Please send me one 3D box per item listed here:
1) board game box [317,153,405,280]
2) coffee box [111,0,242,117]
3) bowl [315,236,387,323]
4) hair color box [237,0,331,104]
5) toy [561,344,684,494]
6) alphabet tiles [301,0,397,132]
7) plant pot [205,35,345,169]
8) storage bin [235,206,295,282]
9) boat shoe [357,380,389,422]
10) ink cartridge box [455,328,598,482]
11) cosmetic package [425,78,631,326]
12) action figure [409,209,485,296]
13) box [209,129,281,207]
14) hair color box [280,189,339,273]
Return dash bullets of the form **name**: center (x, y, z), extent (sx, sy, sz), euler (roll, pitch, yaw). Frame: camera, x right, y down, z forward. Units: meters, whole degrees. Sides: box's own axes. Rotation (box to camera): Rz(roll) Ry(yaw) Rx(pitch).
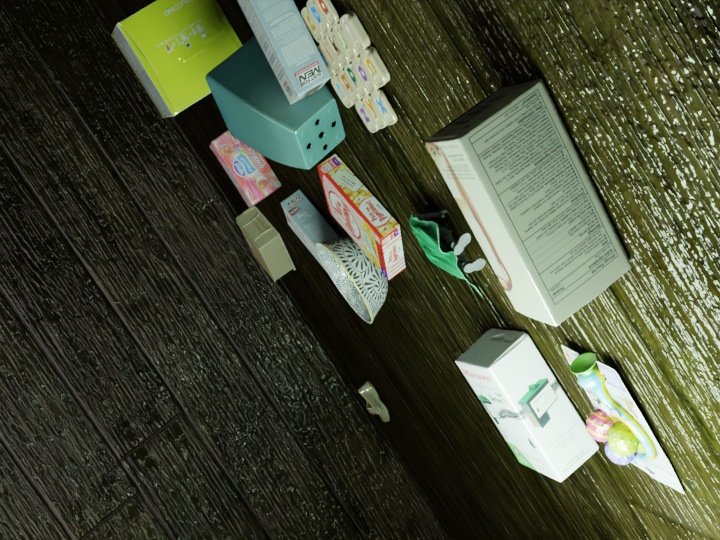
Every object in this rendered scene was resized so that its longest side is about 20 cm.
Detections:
- **board game box**: center (0.004, -0.098, 1.391), extent (0.201, 0.046, 0.152), euler (50, 167, 28)
- **coffee box**: center (-0.369, -0.453, 1.548), extent (0.202, 0.198, 0.197), euler (59, 167, -19)
- **bowl**: center (0.000, 0.000, 1.559), extent (0.202, 0.093, 0.201), euler (52, 168, 16)
- **hair color box**: center (-0.120, -0.354, 1.102), extent (0.203, 0.060, 0.099), euler (63, 172, -10)
- **toy**: center (0.312, 0.194, 0.936), extent (0.202, 0.047, 0.115), euler (60, 169, -17)
- **alphabet tiles**: center (-0.015, -0.283, 1.032), extent (0.198, 0.014, 0.200), euler (58, 169, -11)
- **plant pot**: center (-0.127, -0.267, 1.244), extent (0.199, 0.141, 0.142), euler (39, 162, 30)
- **storage bin**: center (-0.344, -0.097, 2.706), extent (0.199, 0.093, 0.202), euler (48, 166, 37)
- **boat shoe**: center (0.049, 0.502, 2.822), extent (0.072, 0.064, 0.202), euler (38, 159, 55)
- **ink cartridge box**: center (0.244, 0.196, 1.128), extent (0.202, 0.084, 0.146), euler (56, 168, -5)
- **cosmetic package**: center (0.159, -0.064, 0.718), extent (0.203, 0.102, 0.087), euler (60, 169, -14)
- **action figure**: center (0.113, -0.044, 1.076), extent (0.119, 0.054, 0.200), euler (59, 175, -22)
- **box**: center (-0.311, -0.283, 2.031), extent (0.202, 0.102, 0.095), euler (58, 168, -9)
- **hair color box**: center (-0.106, -0.087, 1.801), extent (0.201, 0.060, 0.100), euler (49, 167, 26)
